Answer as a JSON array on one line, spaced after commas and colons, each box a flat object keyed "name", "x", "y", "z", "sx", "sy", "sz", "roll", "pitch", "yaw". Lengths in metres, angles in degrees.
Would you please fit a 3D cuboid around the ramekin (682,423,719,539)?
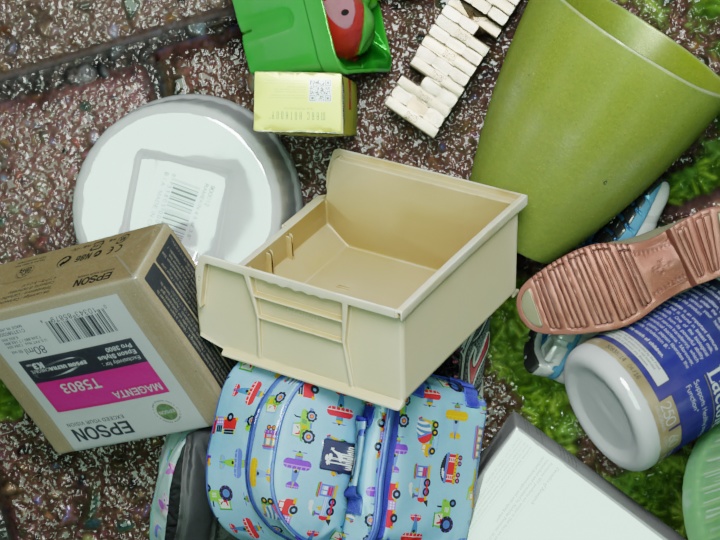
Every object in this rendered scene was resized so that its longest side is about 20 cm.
[{"name": "ramekin", "x": 0.371, "y": 0.196, "z": 1.680, "sx": 0.199, "sy": 0.098, "sz": 0.201, "roll": 12, "pitch": 65, "yaw": -27}]

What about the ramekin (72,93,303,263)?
[{"name": "ramekin", "x": -0.151, "y": -0.052, "z": 1.752, "sx": 0.199, "sy": 0.098, "sz": 0.202, "roll": 0, "pitch": 91, "yaw": 3}]

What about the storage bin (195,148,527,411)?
[{"name": "storage bin", "x": 0.000, "y": 0.000, "z": 1.634, "sx": 0.197, "sy": 0.200, "sz": 0.094, "roll": 16, "pitch": 126, "yaw": 28}]

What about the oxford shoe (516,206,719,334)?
[{"name": "oxford shoe", "x": 0.225, "y": 0.006, "z": 1.682, "sx": 0.199, "sy": 0.074, "sz": 0.071, "roll": -17, "pitch": 87, "yaw": 4}]

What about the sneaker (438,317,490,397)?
[{"name": "sneaker", "x": 0.070, "y": 0.068, "z": 1.755, "sx": 0.080, "sy": 0.075, "sz": 0.202, "roll": 7, "pitch": 93, "yaw": 3}]

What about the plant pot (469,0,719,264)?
[{"name": "plant pot", "x": 0.178, "y": -0.112, "z": 1.706, "sx": 0.186, "sy": 0.187, "sz": 0.201, "roll": 32, "pitch": 107, "yaw": 2}]

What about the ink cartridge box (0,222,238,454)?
[{"name": "ink cartridge box", "x": -0.207, "y": 0.060, "z": 1.697, "sx": 0.199, "sy": 0.075, "sz": 0.165, "roll": -13, "pitch": 123, "yaw": 32}]

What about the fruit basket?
[{"name": "fruit basket", "x": -0.004, "y": -0.267, "z": 1.723, "sx": 0.214, "sy": 0.155, "sz": 0.217, "roll": 2, "pitch": 97, "yaw": 20}]

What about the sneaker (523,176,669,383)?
[{"name": "sneaker", "x": 0.220, "y": 0.014, "z": 1.757, "sx": 0.086, "sy": 0.075, "sz": 0.201, "roll": 28, "pitch": 93, "yaw": -18}]

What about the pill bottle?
[{"name": "pill bottle", "x": 0.277, "y": 0.071, "z": 1.700, "sx": 0.199, "sy": 0.116, "sz": 0.116, "roll": -30, "pitch": 90, "yaw": -19}]

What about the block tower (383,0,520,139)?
[{"name": "block tower", "x": 0.095, "y": -0.212, "z": 1.755, "sx": 0.058, "sy": 0.054, "sz": 0.201, "roll": 34, "pitch": 93, "yaw": 1}]

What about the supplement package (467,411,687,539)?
[{"name": "supplement package", "x": 0.175, "y": 0.230, "z": 1.731, "sx": 0.200, "sy": 0.121, "sz": 0.120, "roll": 36, "pitch": 94, "yaw": 2}]

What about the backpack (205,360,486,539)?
[{"name": "backpack", "x": -0.017, "y": 0.148, "z": 1.642, "sx": 0.199, "sy": 0.134, "sz": 0.184, "roll": 18, "pitch": 81, "yaw": -35}]

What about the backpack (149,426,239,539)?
[{"name": "backpack", "x": -0.114, "y": 0.213, "z": 1.741, "sx": 0.166, "sy": 0.127, "sz": 0.202, "roll": -1, "pitch": 97, "yaw": -18}]

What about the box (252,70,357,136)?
[{"name": "box", "x": -0.043, "y": -0.136, "z": 1.692, "sx": 0.075, "sy": 0.200, "sz": 0.051, "roll": 2, "pitch": 93, "yaw": 4}]
